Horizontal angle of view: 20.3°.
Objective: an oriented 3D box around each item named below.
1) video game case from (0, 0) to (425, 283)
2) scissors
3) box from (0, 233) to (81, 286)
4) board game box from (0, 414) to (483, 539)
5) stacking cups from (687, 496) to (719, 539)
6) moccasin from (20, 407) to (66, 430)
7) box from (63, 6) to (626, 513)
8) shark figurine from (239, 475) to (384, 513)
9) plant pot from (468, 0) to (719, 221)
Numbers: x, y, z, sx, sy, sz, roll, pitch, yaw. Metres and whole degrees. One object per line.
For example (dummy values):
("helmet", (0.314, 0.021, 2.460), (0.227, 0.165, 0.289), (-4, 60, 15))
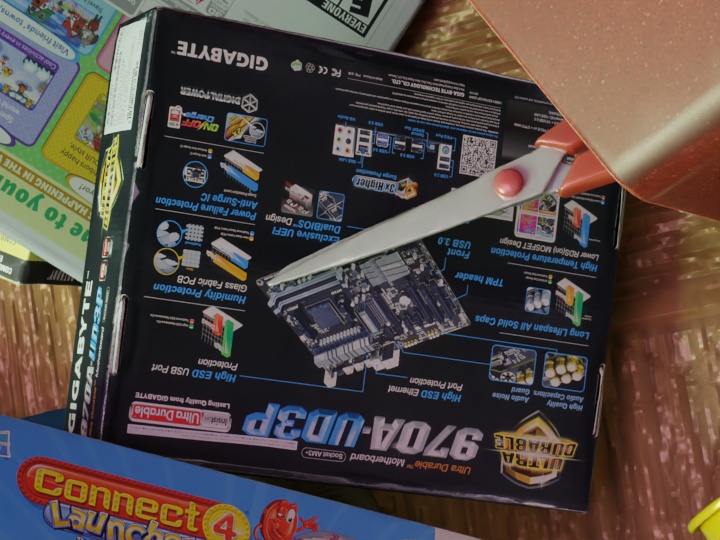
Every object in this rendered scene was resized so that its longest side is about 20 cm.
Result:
("video game case", (-0.102, -0.094, 0.828), (0.199, 0.022, 0.183), (32, 95, -9))
("scissors", (0.065, -0.029, 0.690), (0.199, 0.014, 0.073), (-35, 68, -1))
("box", (-0.118, -0.094, 0.880), (0.050, 0.075, 0.201), (21, 99, 28))
("board game box", (-0.078, 0.142, 0.743), (0.200, 0.195, 0.056), (127, 154, -50))
("stacking cups", (0.193, 0.158, 0.706), (0.060, 0.060, 0.201), (-39, 71, 22))
("moccasin", (-0.105, 0.098, 0.834), (0.080, 0.200, 0.069), (-14, 96, -15))
("box", (0.000, 0.000, 0.744), (0.046, 0.199, 0.160), (177, 100, -67))
("shark figurine", (-0.037, 0.041, 0.821), (0.089, 0.128, 0.215), (-36, 102, -18))
("plant pot", (0.128, -0.121, 0.599), (0.176, 0.200, 0.200), (-46, 64, 21))
